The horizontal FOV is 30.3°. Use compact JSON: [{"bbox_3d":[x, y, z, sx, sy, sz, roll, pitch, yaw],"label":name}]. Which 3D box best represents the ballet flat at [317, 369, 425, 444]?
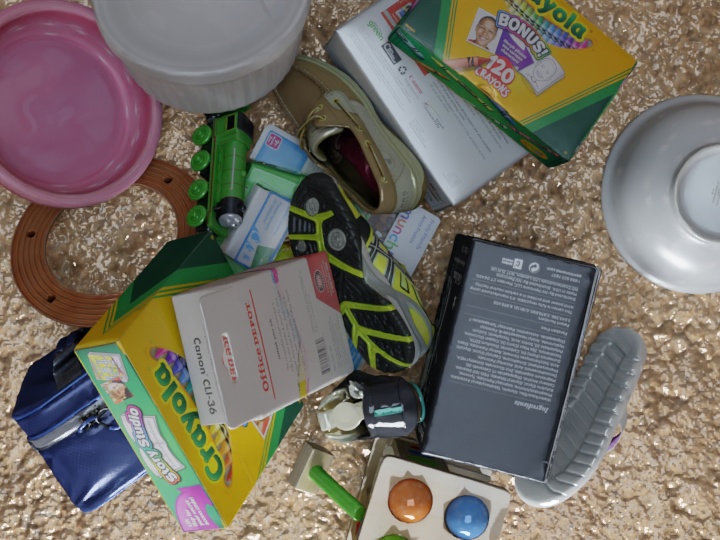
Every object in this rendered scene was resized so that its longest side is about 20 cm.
[{"bbox_3d":[-0.003,0.130,1.248,0.073,0.200,0.074,2,83,-17],"label":"ballet flat"}]

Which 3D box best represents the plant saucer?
[{"bbox_3d":[-0.290,-0.156,1.269,0.200,0.051,0.202,5,80,-30],"label":"plant saucer"}]

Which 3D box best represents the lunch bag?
[{"bbox_3d":[-0.244,0.120,1.238,0.136,0.200,0.133,-35,104,-2],"label":"lunch bag"}]

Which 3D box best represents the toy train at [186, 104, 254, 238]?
[{"bbox_3d":[-0.130,-0.118,1.266,0.056,0.042,0.201,-15,58,25],"label":"toy train"}]

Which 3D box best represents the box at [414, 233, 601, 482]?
[{"bbox_3d":[0.131,0.074,1.250,0.123,0.200,0.198,12,92,-1],"label":"box"}]

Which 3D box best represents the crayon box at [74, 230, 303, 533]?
[{"bbox_3d":[-0.143,0.096,1.168,0.058,0.173,0.201,-13,116,29],"label":"crayon box"}]

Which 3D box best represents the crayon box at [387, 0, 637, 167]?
[{"bbox_3d":[0.140,-0.204,1.226,0.200,0.058,0.119,37,81,-7],"label":"crayon box"}]

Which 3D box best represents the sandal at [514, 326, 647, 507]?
[{"bbox_3d":[0.231,0.154,1.329,0.050,0.082,0.203,33,90,-46],"label":"sandal"}]

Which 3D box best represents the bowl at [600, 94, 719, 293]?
[{"bbox_3d":[0.342,-0.074,1.303,0.200,0.090,0.202,0,93,-1],"label":"bowl"}]

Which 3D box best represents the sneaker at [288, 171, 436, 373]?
[{"bbox_3d":[0.000,0.000,1.239,0.075,0.076,0.201,-29,86,33],"label":"sneaker"}]

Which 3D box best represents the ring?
[{"bbox_3d":[-0.238,-0.028,1.275,0.199,0.019,0.201,-4,57,6],"label":"ring"}]

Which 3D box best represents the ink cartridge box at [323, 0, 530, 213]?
[{"bbox_3d":[0.094,-0.188,1.289,0.175,0.084,0.201,-35,94,-9],"label":"ink cartridge box"}]

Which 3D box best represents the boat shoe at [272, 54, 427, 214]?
[{"bbox_3d":[-0.022,-0.130,1.259,0.200,0.066,0.074,44,130,20],"label":"boat shoe"}]

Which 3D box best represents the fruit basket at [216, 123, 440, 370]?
[{"bbox_3d":[-0.047,-0.016,1.296,0.199,0.094,0.186,29,92,-6],"label":"fruit basket"}]

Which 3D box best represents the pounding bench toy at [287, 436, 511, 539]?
[{"bbox_3d":[0.026,0.231,1.277,0.199,0.156,0.125,17,93,-2],"label":"pounding bench toy"}]

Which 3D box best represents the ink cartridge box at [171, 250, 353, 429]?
[{"bbox_3d":[-0.092,0.060,1.143,0.067,0.200,0.117,-11,95,30],"label":"ink cartridge box"}]

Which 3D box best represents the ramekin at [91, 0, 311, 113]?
[{"bbox_3d":[-0.143,-0.239,1.249,0.201,0.094,0.204,-1,64,2],"label":"ramekin"}]
